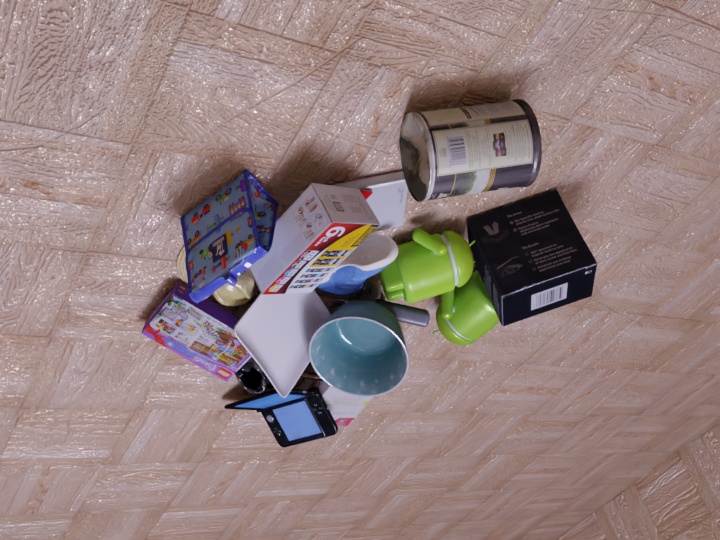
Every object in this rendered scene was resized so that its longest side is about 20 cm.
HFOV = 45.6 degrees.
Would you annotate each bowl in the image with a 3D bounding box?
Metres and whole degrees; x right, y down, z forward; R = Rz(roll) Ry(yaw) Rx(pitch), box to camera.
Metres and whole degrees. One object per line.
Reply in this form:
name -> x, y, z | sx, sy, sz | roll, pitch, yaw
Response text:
bowl -> 0.005, 0.138, 1.679 | 0.197, 0.106, 0.203 | 7, 127, 9

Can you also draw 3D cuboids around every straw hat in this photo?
straw hat -> -0.237, 0.017, 1.564 | 0.198, 0.086, 0.203 | -14, 144, -10

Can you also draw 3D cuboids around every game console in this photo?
game console -> -0.180, 0.338, 1.950 | 0.198, 0.178, 0.116 | -21, -169, 39

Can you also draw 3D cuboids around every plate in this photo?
plate -> -0.148, 0.105, 1.637 | 0.032, 0.201, 0.201 | 5, 139, 39

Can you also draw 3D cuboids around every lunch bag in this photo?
lunch bag -> -0.211, -0.040, 1.387 | 0.149, 0.202, 0.094 | -32, 127, 17

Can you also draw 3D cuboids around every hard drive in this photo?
hard drive -> -0.013, -0.111, 1.557 | 0.196, 0.027, 0.133 | -12, 145, -12

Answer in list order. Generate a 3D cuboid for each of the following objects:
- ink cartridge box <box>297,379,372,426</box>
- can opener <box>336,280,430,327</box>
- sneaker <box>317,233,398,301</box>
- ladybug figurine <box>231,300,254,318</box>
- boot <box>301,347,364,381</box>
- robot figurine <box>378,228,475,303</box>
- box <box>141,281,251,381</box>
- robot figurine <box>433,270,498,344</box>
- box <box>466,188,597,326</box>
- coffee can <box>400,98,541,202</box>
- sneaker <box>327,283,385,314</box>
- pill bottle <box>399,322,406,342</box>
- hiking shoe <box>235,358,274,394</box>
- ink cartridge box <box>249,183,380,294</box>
ink cartridge box -> -0.052, 0.280, 2.015 | 0.143, 0.084, 0.201 | 8, 137, -33
can opener -> 0.046, 0.060, 1.723 | 0.196, 0.068, 0.053 | 12, -176, 0
sneaker -> 0.000, -0.001, 1.646 | 0.197, 0.078, 0.111 | -19, 144, 23
ladybug figurine -> -0.182, 0.110, 1.729 | 0.197, 0.073, 0.136 | 10, 135, -36
boot -> -0.065, 0.183, 1.796 | 0.196, 0.099, 0.075 | 4, 169, 14
robot figurine -> 0.135, -0.007, 1.692 | 0.197, 0.117, 0.176 | -17, 150, -4
box -> -0.301, 0.120, 1.639 | 0.199, 0.039, 0.137 | 33, 126, -20
robot figurine -> 0.244, 0.082, 1.854 | 0.174, 0.117, 0.200 | 10, 136, -43
box -> 0.334, -0.026, 1.692 | 0.193, 0.202, 0.118 | -18, 145, -2
coffee can -> 0.181, -0.201, 1.428 | 0.196, 0.148, 0.147 | -9, 144, -15
sneaker -> -0.021, 0.114, 1.816 | 0.198, 0.071, 0.099 | -34, 139, 12
pill bottle -> -0.001, 0.178, 1.875 | 0.196, 0.114, 0.113 | -13, 145, -7
hiking shoe -> -0.227, 0.230, 1.844 | 0.075, 0.102, 0.200 | -28, 145, 13
ink cartridge box -> -0.070, -0.051, 1.476 | 0.200, 0.085, 0.174 | -43, 156, 31
